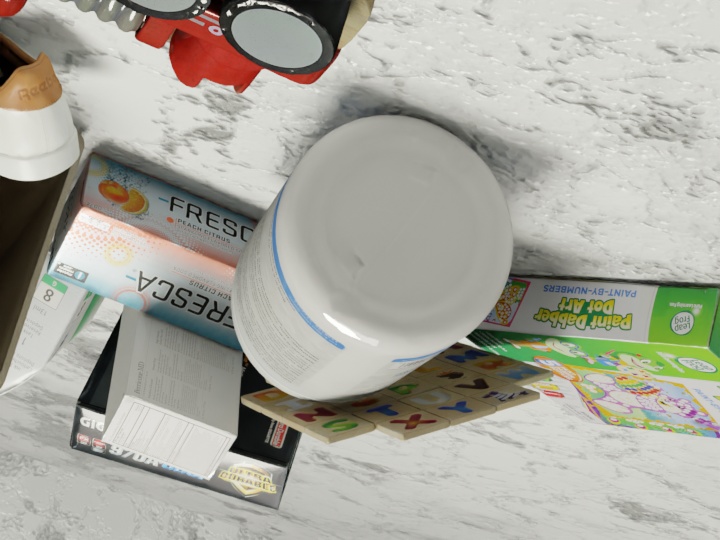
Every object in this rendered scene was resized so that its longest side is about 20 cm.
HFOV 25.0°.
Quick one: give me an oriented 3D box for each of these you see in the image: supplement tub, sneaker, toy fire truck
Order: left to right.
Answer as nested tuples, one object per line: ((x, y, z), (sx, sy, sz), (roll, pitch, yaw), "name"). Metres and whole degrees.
((-0.246, -0.122, 0.946), (0.198, 0.073, 0.085), (18, 131, 27), "sneaker")
((-0.095, -0.134, 0.661), (0.174, 0.130, 0.200), (22, 153, -15), "toy fire truck")
((0.000, 0.000, 0.938), (0.130, 0.133, 0.200), (20, 164, -9), "supplement tub")

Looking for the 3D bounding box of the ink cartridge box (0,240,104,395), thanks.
((-0.245, 0.066, 1.199), (0.050, 0.202, 0.161), (28, -171, -3), "ink cartridge box")

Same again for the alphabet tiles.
((0.022, 0.075, 1.051), (0.165, 0.006, 0.199), (-14, -167, -25), "alphabet tiles")

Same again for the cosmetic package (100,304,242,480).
((-0.128, 0.051, 1.143), (0.082, 0.201, 0.051), (24, 123, -17), "cosmetic package")

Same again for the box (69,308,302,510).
((-0.111, 0.077, 1.210), (0.157, 0.201, 0.046), (17, 125, 1), "box")

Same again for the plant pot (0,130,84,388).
((-0.315, -0.001, 1.051), (0.198, 0.202, 0.177), (20, 146, -12), "plant pot")

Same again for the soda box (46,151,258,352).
((-0.110, -0.003, 1.117), (0.198, 0.064, 0.069), (23, 125, -18), "soda box")

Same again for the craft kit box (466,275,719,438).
((0.194, 0.063, 1.105), (0.196, 0.049, 0.199), (0, 157, 39), "craft kit box")
